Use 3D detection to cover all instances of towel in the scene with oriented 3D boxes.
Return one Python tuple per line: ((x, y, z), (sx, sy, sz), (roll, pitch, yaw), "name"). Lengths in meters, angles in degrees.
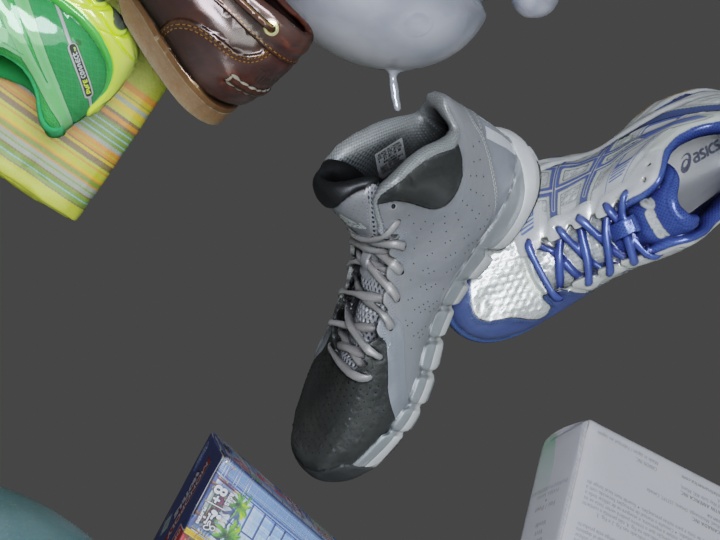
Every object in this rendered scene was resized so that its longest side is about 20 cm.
((-0.121, -0.128, 0.812), (0.086, 0.018, 0.201), (35, 89, -17), "towel")

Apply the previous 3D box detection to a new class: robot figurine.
((0.026, -0.182, 0.785), (0.169, 0.113, 0.201), (24, 92, 8), "robot figurine")

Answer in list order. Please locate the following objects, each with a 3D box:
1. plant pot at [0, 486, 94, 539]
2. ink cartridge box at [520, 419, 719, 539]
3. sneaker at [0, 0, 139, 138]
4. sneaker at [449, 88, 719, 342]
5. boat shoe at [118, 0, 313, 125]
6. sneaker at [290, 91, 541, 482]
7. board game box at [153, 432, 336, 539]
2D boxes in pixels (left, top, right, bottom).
((-0.203, 0.172, 0.746), (0.200, 0.134, 0.201), (-28, 141, -25), "plant pot")
((0.151, 0.198, 0.843), (0.160, 0.050, 0.201), (28, 59, -14), "ink cartridge box")
((-0.200, -0.133, 0.753), (0.199, 0.074, 0.084), (33, 85, -3), "sneaker")
((0.128, -0.031, 0.839), (0.200, 0.088, 0.075), (-36, 104, -4), "sneaker")
((-0.097, -0.166, 0.752), (0.070, 0.070, 0.200), (-36, 94, 26), "boat shoe")
((0.000, 0.000, 0.799), (0.115, 0.075, 0.201), (32, 86, -49), "sneaker")
((-0.035, 0.220, 0.848), (0.199, 0.062, 0.201), (28, 90, -13), "board game box")
